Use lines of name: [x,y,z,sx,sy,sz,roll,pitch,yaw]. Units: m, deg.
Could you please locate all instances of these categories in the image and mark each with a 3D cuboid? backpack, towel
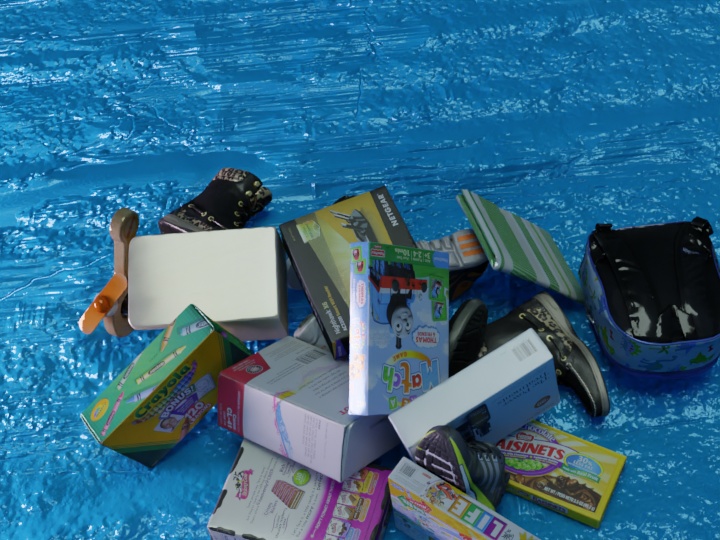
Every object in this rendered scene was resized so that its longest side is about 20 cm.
backpack: [0.391,0.049,1.465,0.183,0.147,0.200,-4,48,-1]
towel: [0.226,-0.030,1.543,0.023,0.200,0.153,-45,46,25]

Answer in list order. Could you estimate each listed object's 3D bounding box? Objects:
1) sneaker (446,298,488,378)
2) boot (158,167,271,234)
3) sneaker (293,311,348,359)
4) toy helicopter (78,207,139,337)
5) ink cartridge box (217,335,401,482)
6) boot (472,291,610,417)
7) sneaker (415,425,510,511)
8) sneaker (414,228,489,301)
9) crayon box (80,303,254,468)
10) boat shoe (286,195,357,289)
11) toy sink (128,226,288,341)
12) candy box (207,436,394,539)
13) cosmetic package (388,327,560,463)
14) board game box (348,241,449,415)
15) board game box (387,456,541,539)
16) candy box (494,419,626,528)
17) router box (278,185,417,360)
sneaker: [0.084,0.113,1.437,0.114,0.076,0.200,32,100,34]
boot: [-0.183,-0.071,1.656,0.200,0.073,0.151,22,53,25]
sneaker: [-0.006,0.069,1.538,0.099,0.078,0.200,49,48,-1]
toy helicopter: [-0.330,0.007,1.521,0.079,0.200,0.132,20,37,20]
ink cartridge box: [-0.059,0.169,1.388,0.200,0.086,0.148,21,27,30]
boot: [0.225,0.130,1.458,0.150,0.073,0.200,-21,57,-9]
sneaker: [0.124,0.226,1.293,0.074,0.200,0.081,23,66,32]
sneaker: [0.086,0.010,1.545,0.200,0.112,0.078,-7,58,-6]
crayon box: [-0.240,0.148,1.401,0.200,0.119,0.058,-45,56,-1]
boat shoe: [-0.055,-0.044,1.640,0.057,0.069,0.200,16,48,41]
toy sink: [-0.203,0.026,1.499,0.200,0.112,0.131,-5,71,2]
candy box: [-0.068,0.291,1.347,0.200,0.061,0.136,12,50,13]
cosmetic package: [0.142,0.167,1.334,0.200,0.151,0.052,-32,62,-3]
board game box: [0.048,0.072,1.326,0.037,0.151,0.200,-3,84,42]
board game box: [0.126,0.307,1.271,0.200,0.135,0.034,28,60,26]
candy box: [0.223,0.241,1.392,0.200,0.026,0.102,20,52,20]
router box: [0.000,0.000,1.457,0.157,0.052,0.200,-21,59,-9]
